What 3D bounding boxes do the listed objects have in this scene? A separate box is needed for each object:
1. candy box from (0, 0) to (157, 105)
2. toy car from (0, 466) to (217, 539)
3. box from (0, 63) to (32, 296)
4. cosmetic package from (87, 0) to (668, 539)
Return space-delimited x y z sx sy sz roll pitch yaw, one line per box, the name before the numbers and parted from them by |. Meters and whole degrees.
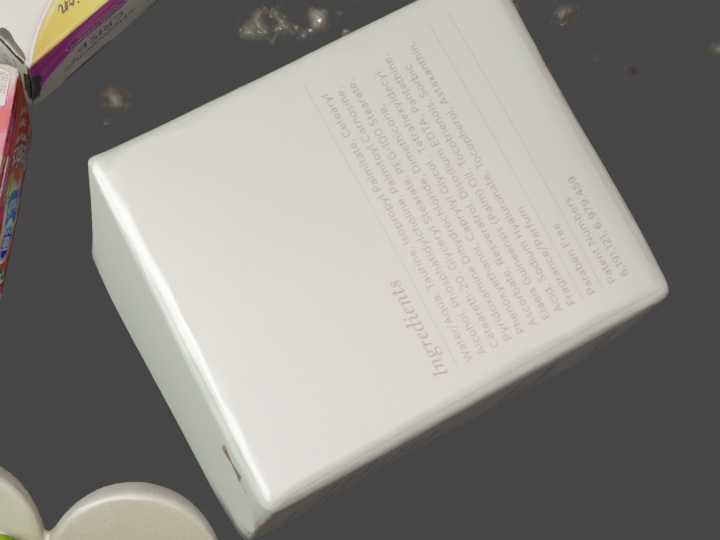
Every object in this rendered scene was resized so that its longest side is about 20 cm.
candy box | -0.181 -0.203 0.895 0.136 0.061 0.200 -43 86 -15
toy car | -0.149 0.181 0.776 0.197 0.175 0.152 9 112 -5
box | -0.259 -0.052 0.830 0.197 0.100 0.097 10 76 -5
cosmetic package | 0.000 0.000 0.815 0.198 0.167 0.168 -27 82 -13
